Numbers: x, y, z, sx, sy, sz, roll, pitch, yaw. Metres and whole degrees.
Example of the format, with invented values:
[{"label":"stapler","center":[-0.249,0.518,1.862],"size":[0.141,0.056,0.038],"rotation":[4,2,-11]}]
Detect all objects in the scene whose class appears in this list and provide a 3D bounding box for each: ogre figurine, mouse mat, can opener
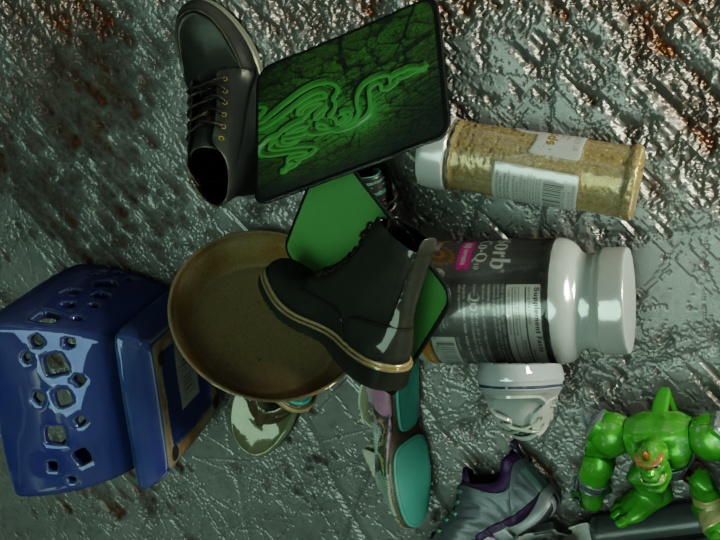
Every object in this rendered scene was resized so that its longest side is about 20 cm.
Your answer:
[{"label":"ogre figurine","center":[0.284,0.182,0.896],"size":[0.199,0.098,0.121],"rotation":[10,129,51]},{"label":"mouse mat","center":[-0.013,-0.155,0.878],"size":[0.198,0.008,0.163],"rotation":[-18,57,24]},{"label":"can opener","center":[0.248,0.279,0.954],"size":[0.198,0.067,0.054],"rotation":[-16,114,27]},{"label":"mouse mat","center":[0.000,0.000,0.900],"size":[0.201,0.007,0.162],"rotation":[54,141,24]}]

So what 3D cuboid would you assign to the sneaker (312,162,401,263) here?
[{"label":"sneaker","center":[0.005,-0.051,0.926],"size":[0.201,0.075,0.079],"rotation":[62,153,-7]}]

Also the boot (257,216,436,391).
[{"label":"boot","center":[-0.009,-0.003,0.863],"size":[0.199,0.077,0.140],"rotation":[33,118,38]}]

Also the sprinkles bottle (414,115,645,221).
[{"label":"sprinkles bottle","center":[0.151,-0.094,0.869],"size":[0.198,0.068,0.069],"rotation":[12,112,18]}]

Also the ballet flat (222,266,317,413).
[{"label":"ballet flat","center":[-0.104,0.074,1.010],"size":[0.201,0.068,0.063],"rotation":[62,139,28]}]

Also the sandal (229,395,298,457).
[{"label":"sandal","center":[-0.094,0.123,1.050],"size":[0.079,0.057,0.202],"rotation":[34,117,9]}]

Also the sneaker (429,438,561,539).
[{"label":"sneaker","center":[0.112,0.259,1.014],"size":[0.199,0.074,0.088],"rotation":[-39,78,19]}]

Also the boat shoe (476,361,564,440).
[{"label":"boat shoe","center":[0.150,0.119,0.866],"size":[0.073,0.200,0.068],"rotation":[-1,81,20]}]

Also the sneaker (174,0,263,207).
[{"label":"sneaker","center":[-0.142,-0.167,0.943],"size":[0.074,0.106,0.202],"rotation":[-17,101,26]}]

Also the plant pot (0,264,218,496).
[{"label":"plant pot","center":[-0.266,0.115,1.046],"size":[0.178,0.200,0.202],"rotation":[0,108,15]}]

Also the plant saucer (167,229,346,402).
[{"label":"plant saucer","center":[-0.093,0.050,0.963],"size":[0.199,0.201,0.036],"rotation":[32,143,9]}]

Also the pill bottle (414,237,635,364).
[{"label":"pill bottle","center":[0.146,0.028,0.886],"size":[0.198,0.116,0.118],"rotation":[-2,107,22]}]

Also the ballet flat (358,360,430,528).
[{"label":"ballet flat","center":[0.032,0.170,1.017],"size":[0.071,0.069,0.202],"rotation":[5,106,40]}]
